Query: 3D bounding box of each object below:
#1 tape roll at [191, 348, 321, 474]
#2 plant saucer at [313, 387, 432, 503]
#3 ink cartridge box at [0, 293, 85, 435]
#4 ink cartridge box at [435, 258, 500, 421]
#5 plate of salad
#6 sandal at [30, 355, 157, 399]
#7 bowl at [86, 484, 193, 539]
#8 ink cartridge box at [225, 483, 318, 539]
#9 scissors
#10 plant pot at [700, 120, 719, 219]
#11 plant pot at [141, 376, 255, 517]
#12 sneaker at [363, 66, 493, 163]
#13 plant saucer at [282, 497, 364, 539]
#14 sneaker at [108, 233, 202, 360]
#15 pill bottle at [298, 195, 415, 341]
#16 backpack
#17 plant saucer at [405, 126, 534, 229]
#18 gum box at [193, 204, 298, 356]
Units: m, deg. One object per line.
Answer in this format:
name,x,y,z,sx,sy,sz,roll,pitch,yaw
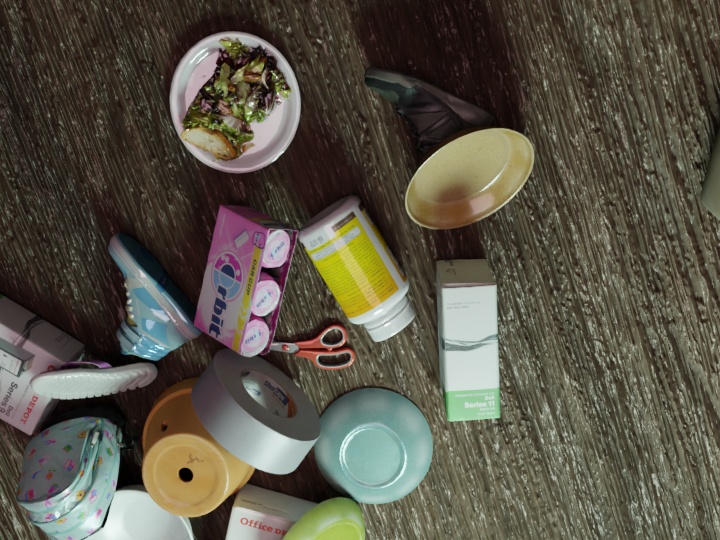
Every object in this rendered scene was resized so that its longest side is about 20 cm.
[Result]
tape roll,-0.154,0.208,1.290,0.198,0.201,0.067,36,104,-6
plant saucer,0.020,0.292,1.384,0.195,0.039,0.207,1,105,2
ink cartridge box,-0.559,0.139,1.355,0.197,0.084,0.148,31,105,-5
ink cartridge box,0.157,0.097,1.272,0.081,0.147,0.205,-3,105,2
plate of salad,-0.185,-0.243,1.255,0.194,0.048,0.206,1,104,4
sandal,-0.413,0.159,1.330,0.082,0.199,0.051,-45,56,38
bowl,-0.359,0.432,1.415,0.195,0.091,0.207,1,104,2
ink cartridge box,-0.156,0.473,1.417,0.142,0.084,0.205,15,104,-1
scissors,-0.107,0.129,1.362,0.195,0.014,0.075,-8,106,4
plant pot,0.560,-0.149,1.179,0.196,0.201,0.176,21,121,-2
plant pot,-0.259,0.289,1.348,0.194,0.140,0.206,1,105,4
sneaker,0.083,-0.213,1.233,0.196,0.076,0.116,24,98,-9
plant saucer,-0.060,0.460,1.368,0.031,0.197,0.205,27,109,41
sneaker,-0.349,0.054,1.325,0.130,0.080,0.201,-36,99,10
pill bottle,0.000,0.000,1.275,0.108,0.109,0.202,-30,101,10
backpack,-0.448,0.315,1.326,0.164,0.202,0.128,-23,128,13
plant saucer,0.150,-0.138,1.221,0.195,0.036,0.202,-15,147,-10
gum box,-0.173,0.018,1.280,0.112,0.065,0.205,25,106,36
